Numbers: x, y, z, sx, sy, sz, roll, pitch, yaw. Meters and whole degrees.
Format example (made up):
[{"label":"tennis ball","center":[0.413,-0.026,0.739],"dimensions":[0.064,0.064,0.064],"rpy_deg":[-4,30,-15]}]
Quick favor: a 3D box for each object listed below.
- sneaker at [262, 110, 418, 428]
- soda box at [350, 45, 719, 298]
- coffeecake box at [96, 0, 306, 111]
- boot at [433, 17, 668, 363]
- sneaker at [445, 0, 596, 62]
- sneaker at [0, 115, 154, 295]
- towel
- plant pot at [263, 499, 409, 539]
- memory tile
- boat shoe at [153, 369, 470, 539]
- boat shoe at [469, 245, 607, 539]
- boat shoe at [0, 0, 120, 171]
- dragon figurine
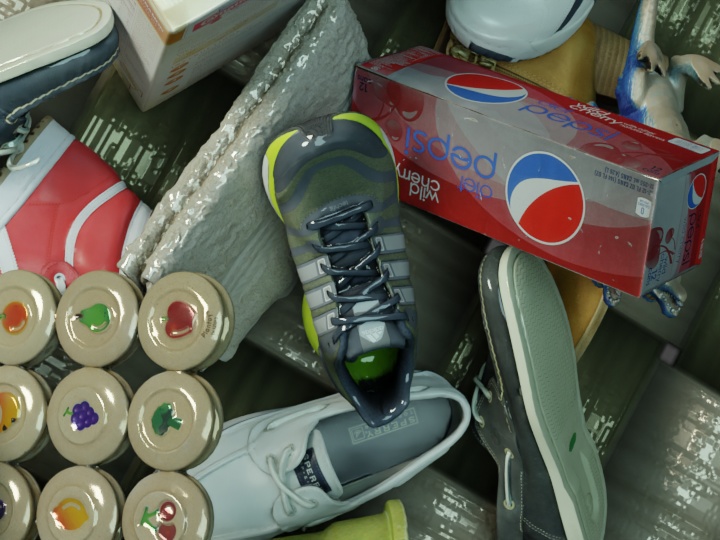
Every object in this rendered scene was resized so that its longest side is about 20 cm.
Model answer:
[{"label":"sneaker","center":[0.000,0.000,1.193],"dimensions":[0.073,0.081,0.201],"rpy_deg":[-19,135,-3]},{"label":"soda box","center":[0.087,-0.056,1.197],"dimensions":[0.063,0.199,0.070],"rpy_deg":[-23,128,-46]},{"label":"coffeecake box","center":[-0.061,-0.169,1.184],"dimensions":[0.153,0.200,0.073],"rpy_deg":[-32,89,-12]},{"label":"boot","center":[0.088,-0.057,1.299],"dimensions":[0.143,0.071,0.203],"rpy_deg":[15,83,-7]},{"label":"sneaker","center":[0.132,-0.206,1.249],"dimensions":[0.198,0.130,0.080],"rpy_deg":[-30,70,-25]},{"label":"sneaker","center":[-0.185,0.027,1.222],"dimensions":[0.112,0.071,0.201],"rpy_deg":[37,79,-8]},{"label":"towel","center":[-0.050,-0.046,1.225],"dimensions":[0.034,0.133,0.201],"rpy_deg":[28,77,24]},{"label":"plant pot","center":[-0.068,0.222,1.203],"dimensions":[0.183,0.200,0.202],"rpy_deg":[1,90,-3]},{"label":"memory tile","center":[-0.139,0.099,1.139],"dimensions":[0.152,0.017,0.202],"rpy_deg":[2,84,26]},{"label":"boat shoe","center":[-0.032,0.106,1.263],"dimensions":[0.199,0.065,0.074],"rpy_deg":[-27,96,-13]},{"label":"boat shoe","center":[0.088,0.078,1.266],"dimensions":[0.067,0.072,0.201],"rpy_deg":[0,120,26]},{"label":"boat shoe","center":[-0.210,-0.081,1.191],"dimensions":[0.199,0.075,0.062],"rpy_deg":[-23,114,11]},{"label":"dragon figurine","center":[0.152,-0.077,1.244],"dimensions":[0.059,0.099,0.201],"rpy_deg":[1,69,-33]}]
